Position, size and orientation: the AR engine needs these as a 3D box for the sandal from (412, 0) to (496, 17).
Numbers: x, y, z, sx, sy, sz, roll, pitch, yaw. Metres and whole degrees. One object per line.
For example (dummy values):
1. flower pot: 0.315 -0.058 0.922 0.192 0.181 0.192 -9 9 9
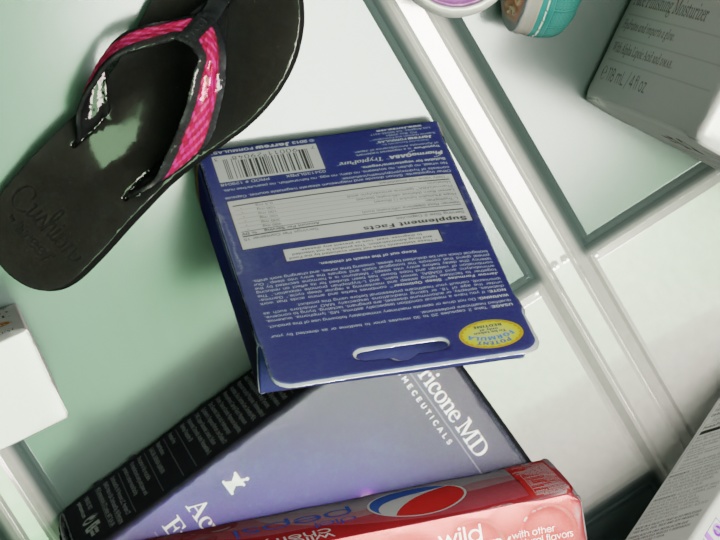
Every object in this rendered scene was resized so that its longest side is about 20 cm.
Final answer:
1. sandal: 0.010 -0.211 1.381 0.082 0.050 0.203 -38 96 -4

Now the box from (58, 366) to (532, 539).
1. box: -0.019 0.122 1.409 0.200 0.104 0.148 -38 103 -2

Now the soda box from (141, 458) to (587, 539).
1. soda box: 0.001 0.141 1.330 0.199 0.063 0.070 -11 100 -8

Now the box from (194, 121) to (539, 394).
1. box: 0.000 0.000 1.348 0.120 0.200 0.033 -7 122 -9

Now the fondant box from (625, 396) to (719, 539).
1. fondant box: 0.217 0.128 1.424 0.144 0.058 0.200 51 51 -14

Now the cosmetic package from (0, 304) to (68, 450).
1. cosmetic package: -0.236 0.082 1.374 0.199 0.083 0.051 -26 103 -6

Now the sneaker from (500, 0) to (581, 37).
1. sneaker: 0.131 -0.196 1.404 0.080 0.071 0.201 19 99 -16

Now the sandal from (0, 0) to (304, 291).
1. sandal: -0.098 -0.073 1.383 0.075 0.045 0.200 40 91 12

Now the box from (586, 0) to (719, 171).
1. box: 0.236 -0.084 1.375 0.199 0.199 0.131 26 93 -13
